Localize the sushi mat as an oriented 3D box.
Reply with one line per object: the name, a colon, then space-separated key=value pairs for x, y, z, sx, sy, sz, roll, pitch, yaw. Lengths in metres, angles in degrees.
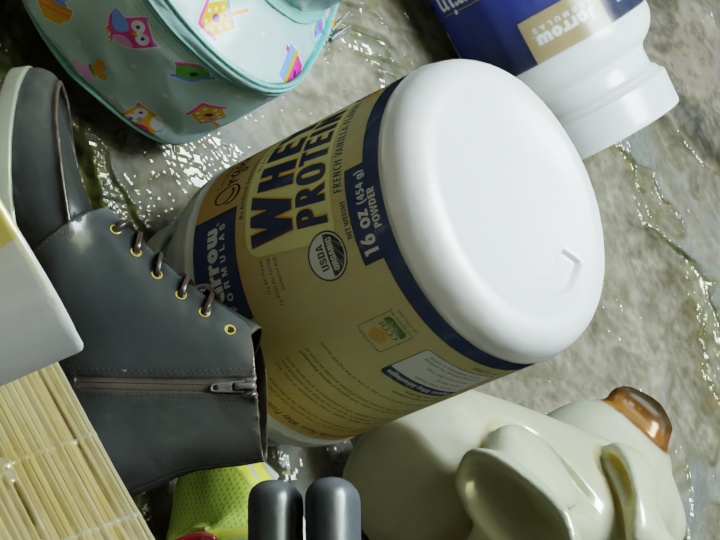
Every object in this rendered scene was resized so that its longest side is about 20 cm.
sushi mat: x=-0.166 y=0.048 z=0.932 sx=0.095 sy=0.012 sz=0.200 roll=-10 pitch=56 yaw=-37

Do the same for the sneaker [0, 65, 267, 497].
sneaker: x=-0.101 y=0.000 z=1.017 sx=0.075 sy=0.106 sz=0.201 roll=53 pitch=27 yaw=-82

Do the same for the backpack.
backpack: x=-0.075 y=-0.171 z=1.122 sx=0.176 sy=0.153 sz=0.201 roll=49 pitch=47 yaw=-29

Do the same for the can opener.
can opener: x=-0.019 y=0.192 z=0.976 sx=0.067 sy=0.053 sz=0.201 roll=37 pitch=50 yaw=-70

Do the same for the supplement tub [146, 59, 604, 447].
supplement tub: x=0.000 y=0.000 z=1.073 sx=0.144 sy=0.199 sz=0.145 roll=26 pitch=52 yaw=-39

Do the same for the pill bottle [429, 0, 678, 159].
pill bottle: x=0.103 y=-0.167 z=1.354 sx=0.116 sy=0.115 sz=0.201 roll=-37 pitch=100 yaw=-52

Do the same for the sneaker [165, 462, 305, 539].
sneaker: x=-0.078 y=0.161 z=0.997 sx=0.090 sy=0.078 sz=0.201 roll=28 pitch=51 yaw=-35

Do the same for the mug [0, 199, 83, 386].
mug: x=-0.215 y=-0.013 z=0.852 sx=0.187 sy=0.153 sz=0.149 roll=61 pitch=-7 yaw=-14

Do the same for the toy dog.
toy dog: x=0.089 y=0.128 z=1.190 sx=0.199 sy=0.140 sz=0.194 roll=-2 pitch=36 yaw=-49
